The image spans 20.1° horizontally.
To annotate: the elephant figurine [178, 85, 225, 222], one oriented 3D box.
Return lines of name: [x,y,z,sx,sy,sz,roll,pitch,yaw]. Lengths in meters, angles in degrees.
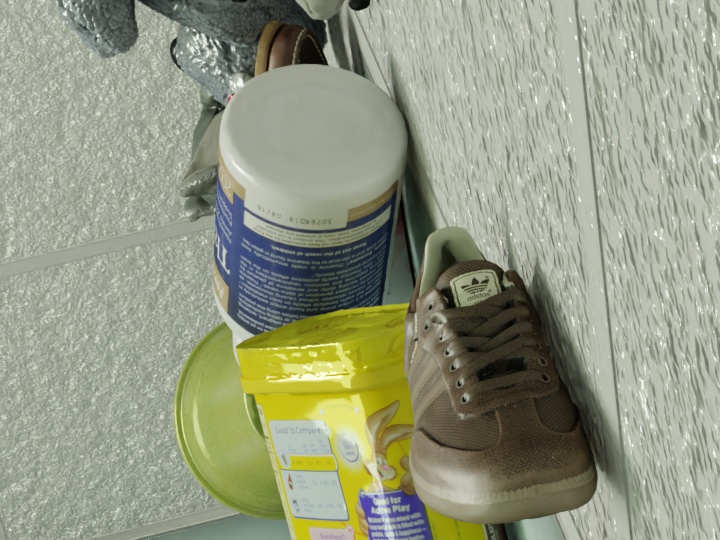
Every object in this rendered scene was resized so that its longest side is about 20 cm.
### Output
elephant figurine: [-0.085,-0.090,1.689,0.200,0.140,0.156,-103,7,-68]

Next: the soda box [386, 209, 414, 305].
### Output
soda box: [0.000,0.000,1.368,0.070,0.063,0.201,-109,7,-58]

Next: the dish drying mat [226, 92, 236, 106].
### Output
dish drying mat: [-0.054,-0.020,1.386,0.077,0.018,0.202,131,122,-82]

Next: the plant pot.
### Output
plant pot: [-0.057,0.120,1.830,0.184,0.199,0.202,147,110,-73]

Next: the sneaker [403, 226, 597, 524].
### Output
sneaker: [0.045,0.039,0.823,0.200,0.070,0.076,-119,18,-74]

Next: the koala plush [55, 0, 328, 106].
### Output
koala plush: [-0.089,-0.188,1.476,0.201,0.182,0.178,61,-153,-33]

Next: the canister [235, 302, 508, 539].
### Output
canister: [0.014,0.126,1.143,0.148,0.086,0.202,-6,100,52]

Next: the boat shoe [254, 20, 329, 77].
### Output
boat shoe: [-0.025,-0.092,1.428,0.201,0.070,0.071,76,-148,-48]

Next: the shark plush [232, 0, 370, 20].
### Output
shark plush: [-0.042,-0.240,1.200,0.083,0.090,0.201,-53,-48,-55]

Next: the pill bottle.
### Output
pill bottle: [-0.034,-0.018,1.235,0.201,0.110,0.112,97,162,-48]
